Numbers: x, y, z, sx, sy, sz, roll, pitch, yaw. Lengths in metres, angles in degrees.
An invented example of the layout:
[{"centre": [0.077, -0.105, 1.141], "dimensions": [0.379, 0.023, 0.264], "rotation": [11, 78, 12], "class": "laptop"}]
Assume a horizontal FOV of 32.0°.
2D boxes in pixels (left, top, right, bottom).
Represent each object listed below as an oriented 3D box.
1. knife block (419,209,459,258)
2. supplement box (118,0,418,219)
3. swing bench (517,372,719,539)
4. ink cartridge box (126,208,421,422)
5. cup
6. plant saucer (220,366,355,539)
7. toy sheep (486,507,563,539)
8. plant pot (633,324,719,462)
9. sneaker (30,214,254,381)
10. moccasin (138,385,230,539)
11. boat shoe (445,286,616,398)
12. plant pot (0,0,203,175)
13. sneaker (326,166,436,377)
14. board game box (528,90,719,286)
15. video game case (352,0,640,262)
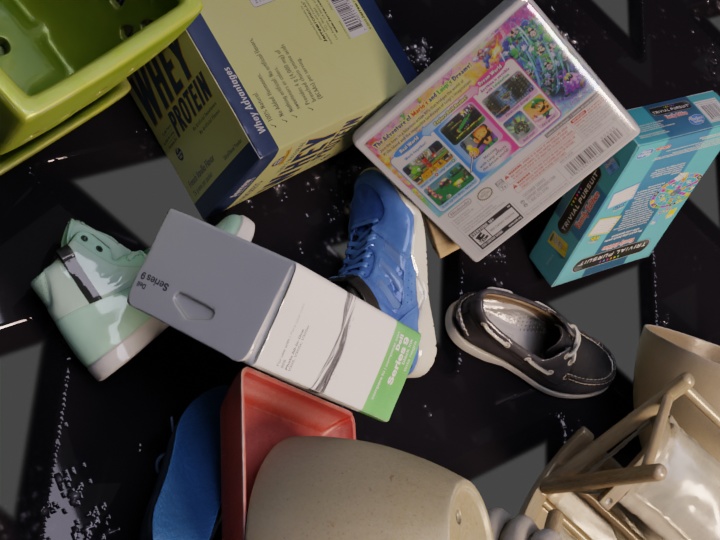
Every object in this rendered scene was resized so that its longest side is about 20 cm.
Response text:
[{"centre": [0.167, -0.101, 1.230], "dimensions": [0.202, 0.173, 0.064], "rotation": [-66, 149, -31], "class": "knife block"}, {"centre": [-0.092, -0.191, 1.134], "dimensions": [0.198, 0.134, 0.202], "rotation": [-29, 86, -35], "class": "supplement box"}, {"centre": [0.283, 0.234, 1.151], "dimensions": [0.199, 0.200, 0.130], "rotation": [42, 47, -9], "class": "swing bench"}, {"centre": [-0.064, 0.039, 0.995], "dimensions": [0.199, 0.145, 0.085], "rotation": [32, 82, -55], "class": "ink cartridge box"}, {"centre": [0.021, 0.218, 0.955], "dimensions": [0.200, 0.141, 0.204], "rotation": [-12, 90, -67], "class": "cup"}, {"centre": [-0.057, 0.197, 1.006], "dimensions": [0.200, 0.036, 0.203], "rotation": [34, 49, -60], "class": "plant saucer"}, {"centre": [0.112, 0.265, 1.061], "dimensions": [0.138, 0.197, 0.140], "rotation": [-9, 90, -69], "class": "toy sheep"}, {"centre": [0.352, 0.153, 1.243], "dimensions": [0.198, 0.200, 0.136], "rotation": [17, 98, -23], "class": "plant pot"}, {"centre": [-0.181, -0.016, 1.048], "dimensions": [0.119, 0.074, 0.200], "rotation": [51, 56, -7], "class": "sneaker"}, {"centre": [-0.138, 0.169, 0.999], "dimensions": [0.080, 0.069, 0.201], "rotation": [31, 35, -1], "class": "moccasin"}, {"centre": [0.179, 0.069, 1.233], "dimensions": [0.198, 0.060, 0.075], "rotation": [25, 59, -20], "class": "boat shoe"}, {"centre": [-0.277, -0.203, 1.003], "dimensions": [0.200, 0.181, 0.200], "rotation": [51, 55, -2], "class": "plant pot"}, {"centre": [0.001, 0.000, 1.147], "dimensions": [0.110, 0.076, 0.204], "rotation": [1, 77, -40], "class": "sneaker"}, {"centre": [0.272, -0.081, 1.263], "dimensions": [0.149, 0.201, 0.047], "rotation": [-15, 56, -34], "class": "board game box"}, {"centre": [0.123, -0.124, 1.130], "dimensions": [0.182, 0.199, 0.024], "rotation": [41, 21, -28], "class": "video game case"}]
